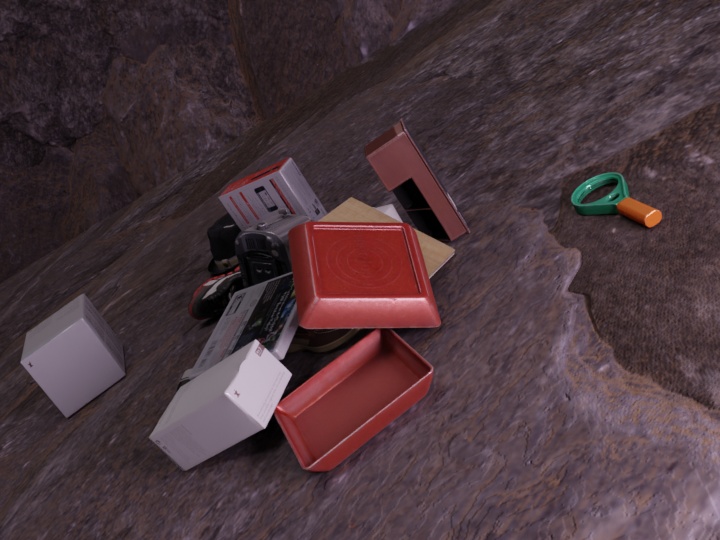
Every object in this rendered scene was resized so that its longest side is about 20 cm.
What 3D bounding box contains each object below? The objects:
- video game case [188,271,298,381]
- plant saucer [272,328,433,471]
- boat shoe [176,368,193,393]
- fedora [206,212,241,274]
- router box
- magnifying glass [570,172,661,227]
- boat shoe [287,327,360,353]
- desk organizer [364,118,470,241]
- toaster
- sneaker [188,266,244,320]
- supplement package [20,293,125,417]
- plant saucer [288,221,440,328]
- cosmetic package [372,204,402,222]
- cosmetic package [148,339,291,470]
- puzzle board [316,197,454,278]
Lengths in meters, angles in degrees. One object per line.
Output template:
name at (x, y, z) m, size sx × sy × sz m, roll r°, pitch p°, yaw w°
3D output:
video game case at (-0.160, 0.082, 1.366) m, size 0.180 × 0.023 × 0.201 m, roll -19°, pitch 30°, yaw 32°
plant saucer at (-0.009, 0.168, 1.148) m, size 0.198 × 0.037 × 0.200 m, roll -37°, pitch 20°, yaw -6°
boat shoe at (-0.217, 0.186, 1.383) m, size 0.198 × 0.071 × 0.064 m, roll -18°, pitch 36°, yaw 39°
fedora at (-0.289, -0.079, 2.013) m, size 0.198 × 0.092 × 0.201 m, roll -29°, pitch 21°, yaw 12°
router box at (-0.152, -0.099, 1.703) m, size 0.177 × 0.201 × 0.049 m, roll -15°, pitch 27°, yaw 39°
magnifying glass at (0.348, -0.094, 1.202) m, size 0.079 × 0.023 × 0.200 m, roll -34°, pitch 22°, yaw 0°
boat shoe at (-0.075, 0.080, 1.383) m, size 0.198 × 0.073 × 0.072 m, roll -10°, pitch 31°, yaw 47°
desk organizer at (0.090, -0.132, 1.419) m, size 0.076 × 0.201 × 0.072 m, roll -31°, pitch 20°, yaw 10°
toaster at (-0.128, -0.002, 1.513) m, size 0.112 × 0.203 × 0.129 m, roll 5°, pitch 28°, yaw 33°
sneaker at (-0.261, 0.048, 1.731) m, size 0.198 × 0.071 × 0.098 m, roll -27°, pitch 20°, yaw 16°
supplement package at (-0.598, 0.173, 1.850) m, size 0.151 × 0.152 × 0.200 m, roll -35°, pitch 20°, yaw -7°
plant saucer at (0.004, -0.004, 1.249) m, size 0.196 × 0.037 × 0.202 m, roll 0°, pitch 43°, yaw -11°
cosmetic package at (-0.011, -0.014, 1.473) m, size 0.107 × 0.086 × 0.200 m, roll -10°, pitch 31°, yaw 47°
cosmetic package at (-0.201, 0.194, 1.262) m, size 0.199 × 0.081 × 0.114 m, roll -30°, pitch 22°, yaw 38°
puzzle board at (0.029, -0.040, 1.358) m, size 0.198 × 0.018 × 0.150 m, roll 27°, pitch 37°, yaw 18°
